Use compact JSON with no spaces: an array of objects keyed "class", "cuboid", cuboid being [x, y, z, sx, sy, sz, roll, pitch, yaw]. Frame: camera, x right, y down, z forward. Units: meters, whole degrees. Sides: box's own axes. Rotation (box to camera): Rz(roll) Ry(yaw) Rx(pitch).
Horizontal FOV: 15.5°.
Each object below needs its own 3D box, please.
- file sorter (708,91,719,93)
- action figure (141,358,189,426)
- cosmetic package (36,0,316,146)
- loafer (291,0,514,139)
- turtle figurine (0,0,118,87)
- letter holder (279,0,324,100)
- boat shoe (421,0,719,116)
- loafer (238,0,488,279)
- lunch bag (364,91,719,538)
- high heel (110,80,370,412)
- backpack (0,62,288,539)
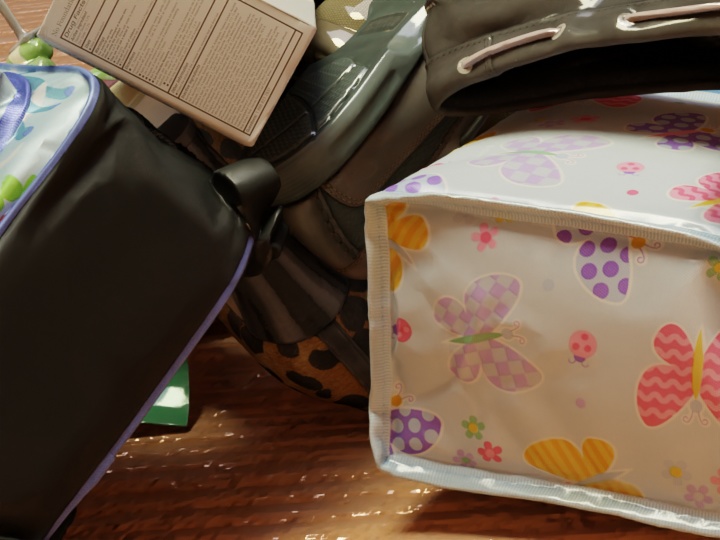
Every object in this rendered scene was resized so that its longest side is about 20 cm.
[{"class":"file sorter","cuboid":[0.146,-0.144,1.189,0.138,0.123,0.200,22,53,9]},{"class":"action figure","cuboid":[-0.113,-0.014,1.095,0.118,0.055,0.200,10,37,0]},{"class":"cosmetic package","cuboid":[-0.063,-0.095,0.952,0.082,0.051,0.200,29,9,-6]},{"class":"loafer","cuboid":[0.037,-0.058,1.088,0.076,0.200,0.068,30,78,31]},{"class":"turtle figurine","cuboid":[-0.107,-0.108,1.283,0.193,0.201,0.144,6,-7,16]},{"class":"letter holder","cuboid":[-0.063,-0.141,1.162,0.142,0.101,0.200,0,28,-40]},{"class":"boat shoe","cuboid":[0.113,-0.075,0.874,0.199,0.057,0.067,3,-17,28]},{"class":"loafer","cuboid":[0.037,-0.082,0.973,0.200,0.063,0.072,-47,24,-19]},{"class":"lunch bag","cuboid":[0.125,0.006,0.883,0.199,0.128,0.169,11,23,26]},{"class":"high heel","cuboid":[-0.048,-0.012,1.046,0.071,0.143,0.200,-41,18,0]},{"class":"backpack","cuboid":[-0.155,0.006,0.902,0.183,0.147,0.200,-58,26,-12]}]
